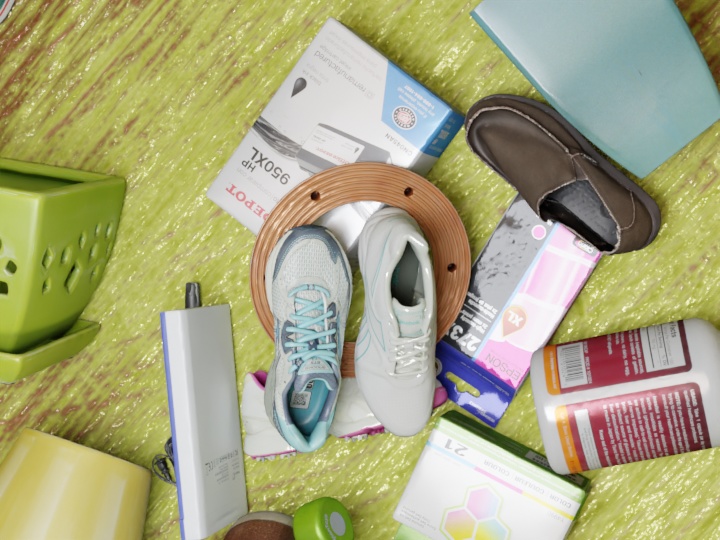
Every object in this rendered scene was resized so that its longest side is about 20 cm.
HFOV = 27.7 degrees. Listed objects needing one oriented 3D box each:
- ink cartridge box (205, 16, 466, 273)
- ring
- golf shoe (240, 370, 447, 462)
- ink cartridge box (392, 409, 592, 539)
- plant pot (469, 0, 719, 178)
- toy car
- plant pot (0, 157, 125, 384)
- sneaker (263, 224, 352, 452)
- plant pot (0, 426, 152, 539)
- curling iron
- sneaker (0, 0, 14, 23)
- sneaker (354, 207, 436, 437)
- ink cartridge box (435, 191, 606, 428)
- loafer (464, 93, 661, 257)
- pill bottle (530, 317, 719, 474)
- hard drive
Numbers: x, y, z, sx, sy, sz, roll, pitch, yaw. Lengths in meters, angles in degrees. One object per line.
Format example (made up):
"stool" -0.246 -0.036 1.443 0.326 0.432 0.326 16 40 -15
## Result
"ink cartridge box" -0.022 -0.104 1.330 0.144 0.084 0.200 38 99 10
"ring" 0.000 0.000 1.288 0.199 0.019 0.201 -3 109 -10
"golf shoe" -0.021 0.115 1.342 0.199 0.075 0.092 -14 85 12
"ink cartridge box" 0.099 0.249 1.312 0.147 0.076 0.201 26 96 12
"plant pot" 0.213 -0.185 1.250 0.141 0.141 0.200 -38 91 11
"toy car" -0.073 0.323 1.262 0.164 0.200 0.158 -27 117 29
"plant pot" -0.348 -0.006 1.358 0.198 0.200 0.182 9 101 13
"sneaker" -0.039 0.061 1.245 0.077 0.086 0.201 -3 110 -11
"plant pot" -0.286 0.254 1.355 0.200 0.201 0.190 16 79 13
"curling iron" -0.169 0.112 1.399 0.049 0.026 0.201 5 92 10
"sneaker" -0.354 -0.329 1.401 0.070 0.093 0.201 25 97 12
"sneaker" 0.032 0.051 1.249 0.070 0.080 0.201 -7 103 -11
"ink cartridge box" 0.132 0.037 1.323 0.094 0.037 0.201 33 100 11
"loafer" 0.169 -0.084 1.271 0.200 0.071 0.073 35 124 15
"pill bottle" 0.253 0.104 1.253 0.199 0.113 0.114 -11 88 12
"hard drive" -0.142 0.134 1.339 0.025 0.132 0.201 -5 90 14
